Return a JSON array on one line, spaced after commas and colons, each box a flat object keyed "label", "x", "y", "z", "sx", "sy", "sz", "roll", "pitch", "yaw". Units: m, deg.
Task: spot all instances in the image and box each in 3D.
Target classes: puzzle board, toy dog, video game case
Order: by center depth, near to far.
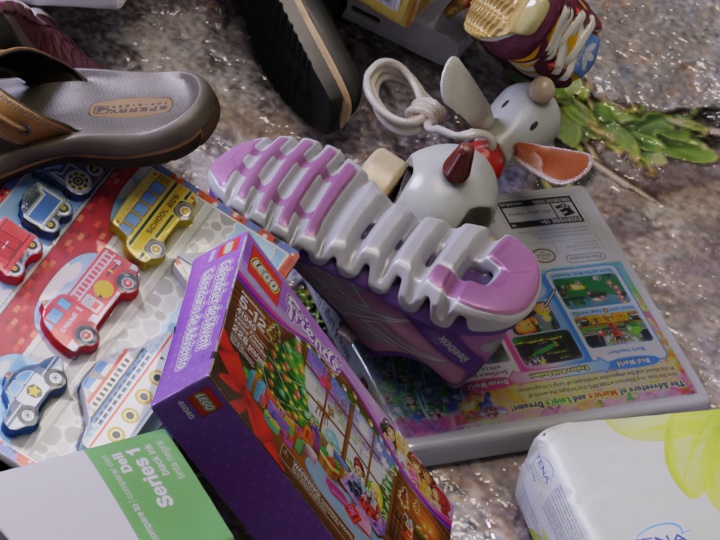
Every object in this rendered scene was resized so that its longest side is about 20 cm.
[{"label": "puzzle board", "x": -0.140, "y": 0.018, "z": 1.553, "sx": 0.150, "sy": 0.017, "sz": 0.200, "roll": 31, "pitch": 55, "yaw": 5}, {"label": "video game case", "x": 0.078, "y": 0.029, "z": 1.740, "sx": 0.199, "sy": 0.024, "sz": 0.183, "roll": -7, "pitch": 48, "yaw": -25}, {"label": "toy dog", "x": 0.067, "y": -0.070, "z": 1.742, "sx": 0.131, "sy": 0.096, "sz": 0.201, "roll": 24, "pitch": 42, "yaw": -11}]

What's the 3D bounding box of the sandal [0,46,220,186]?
[{"label": "sandal", "x": -0.174, "y": -0.085, "z": 1.572, "sx": 0.199, "sy": 0.055, "sz": 0.082, "roll": -4, "pitch": 44, "yaw": 7}]

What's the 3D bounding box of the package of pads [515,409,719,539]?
[{"label": "package of pads", "x": 0.197, "y": 0.146, "z": 1.624, "sx": 0.199, "sy": 0.068, "sz": 0.155, "roll": -4, "pitch": 47, "yaw": -22}]

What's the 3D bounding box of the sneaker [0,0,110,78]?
[{"label": "sneaker", "x": -0.172, "y": -0.099, "z": 1.710, "sx": 0.115, "sy": 0.076, "sz": 0.200, "roll": 35, "pitch": 13, "yaw": 5}]

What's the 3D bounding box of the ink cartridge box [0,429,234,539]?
[{"label": "ink cartridge box", "x": -0.174, "y": 0.171, "z": 1.423, "sx": 0.199, "sy": 0.147, "sz": 0.084, "roll": -12, "pitch": 49, "yaw": -29}]

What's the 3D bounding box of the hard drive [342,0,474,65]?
[{"label": "hard drive", "x": 0.045, "y": -0.220, "z": 1.981, "sx": 0.131, "sy": 0.026, "sz": 0.200, "roll": 27, "pitch": 44, "yaw": 10}]

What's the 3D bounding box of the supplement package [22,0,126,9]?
[{"label": "supplement package", "x": -0.219, "y": -0.262, "z": 1.803, "sx": 0.199, "sy": 0.151, "sz": 0.152, "roll": 5, "pitch": 38, "yaw": 20}]

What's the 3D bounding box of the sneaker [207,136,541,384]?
[{"label": "sneaker", "x": 0.000, "y": 0.000, "z": 1.662, "sx": 0.199, "sy": 0.089, "sz": 0.081, "roll": 27, "pitch": 47, "yaw": 14}]

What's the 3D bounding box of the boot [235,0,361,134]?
[{"label": "boot", "x": -0.008, "y": -0.187, "z": 1.870, "sx": 0.138, "sy": 0.078, "sz": 0.201, "roll": -17, "pitch": 63, "yaw": -21}]

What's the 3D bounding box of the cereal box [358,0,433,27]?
[{"label": "cereal box", "x": 0.022, "y": -0.245, "z": 1.867, "sx": 0.143, "sy": 0.040, "sz": 0.200, "roll": 31, "pitch": 46, "yaw": 13}]

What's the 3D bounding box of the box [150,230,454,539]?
[{"label": "box", "x": -0.025, "y": 0.095, "z": 1.521, "sx": 0.200, "sy": 0.039, "sz": 0.137, "roll": 53, "pitch": 23, "yaw": -23}]

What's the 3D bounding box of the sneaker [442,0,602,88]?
[{"label": "sneaker", "x": 0.112, "y": -0.152, "z": 1.821, "sx": 0.090, "sy": 0.075, "sz": 0.200, "roll": 33, "pitch": 6, "yaw": -10}]

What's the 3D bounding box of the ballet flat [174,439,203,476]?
[{"label": "ballet flat", "x": -0.116, "y": 0.085, "z": 1.591, "sx": 0.199, "sy": 0.063, "sz": 0.069, "roll": -5, "pitch": 24, "yaw": -16}]

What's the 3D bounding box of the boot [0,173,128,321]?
[{"label": "boot", "x": -0.131, "y": -0.020, "z": 1.639, "sx": 0.199, "sy": 0.073, "sz": 0.151, "roll": 0, "pitch": 59, "yaw": -23}]

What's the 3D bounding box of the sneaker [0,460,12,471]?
[{"label": "sneaker", "x": -0.194, "y": 0.116, "z": 1.529, "sx": 0.199, "sy": 0.070, "sz": 0.078, "roll": -2, "pitch": 53, "yaw": -18}]
